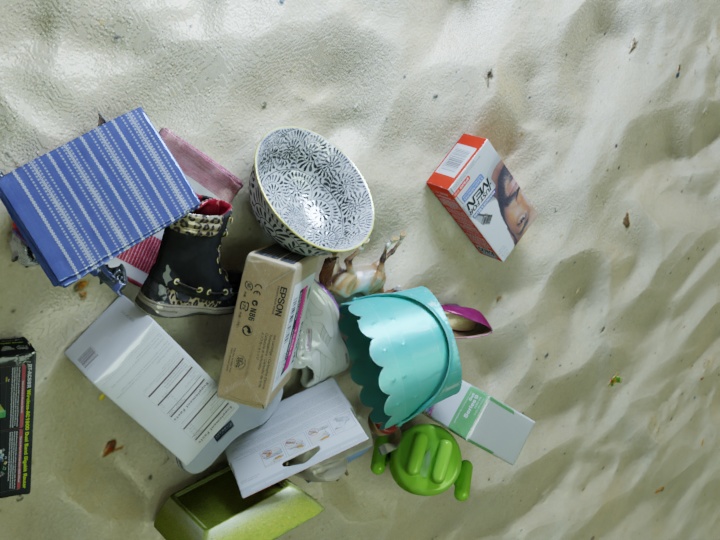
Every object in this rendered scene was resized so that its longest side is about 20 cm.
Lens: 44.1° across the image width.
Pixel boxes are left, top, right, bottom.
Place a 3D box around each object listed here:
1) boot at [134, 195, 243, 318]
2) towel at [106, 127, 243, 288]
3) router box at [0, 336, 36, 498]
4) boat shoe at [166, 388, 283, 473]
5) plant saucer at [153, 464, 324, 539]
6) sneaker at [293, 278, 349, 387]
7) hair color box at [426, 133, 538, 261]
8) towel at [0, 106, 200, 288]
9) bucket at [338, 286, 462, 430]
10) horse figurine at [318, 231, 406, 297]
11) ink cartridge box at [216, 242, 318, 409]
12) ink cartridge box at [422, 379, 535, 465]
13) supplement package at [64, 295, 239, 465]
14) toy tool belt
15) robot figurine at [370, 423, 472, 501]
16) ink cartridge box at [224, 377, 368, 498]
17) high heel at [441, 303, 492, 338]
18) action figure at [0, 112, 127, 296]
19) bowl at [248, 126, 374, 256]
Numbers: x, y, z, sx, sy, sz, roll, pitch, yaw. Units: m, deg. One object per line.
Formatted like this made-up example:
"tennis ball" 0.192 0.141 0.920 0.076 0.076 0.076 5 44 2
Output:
"boot" -0.201 -0.020 1.192 0.199 0.073 0.152 -5 120 -50
"towel" -0.260 -0.070 1.194 0.144 0.023 0.201 33 86 -39
"router box" -0.485 0.188 1.097 0.149 0.062 0.202 -2 108 -35
"boat shoe" -0.203 0.218 1.317 0.200 0.069 0.071 -42 124 -30
"plant saucer" -0.186 0.340 1.295 0.199 0.199 0.048 -23 110 -28
"sneaker" -0.078 0.094 1.357 0.099 0.075 0.201 -32 123 -25
"hair color box" 0.208 -0.120 1.498 0.111 0.064 0.200 -52 130 -10
"towel" -0.305 -0.087 1.045 0.199 0.024 0.145 -34 94 -24
"bucket" 0.060 0.128 1.371 0.134 0.207 0.209 -18 118 -13
"horse figurine" 0.000 0.000 1.389 0.199 0.050 0.133 -1 125 -45
"ink cartridge box" -0.126 0.071 1.236 0.074 0.165 0.202 14 99 6
"ink cartridge box" 0.174 0.235 1.519 0.145 0.199 0.088 32 84 -39
"supplement package" -0.278 0.149 1.203 0.110 0.113 0.200 -47 128 -14
"toy tool belt" -0.044 0.277 1.445 0.199 0.123 0.126 -18 82 -37
"robot figurine" 0.108 0.322 1.510 0.174 0.200 0.117 15 76 1
"ink cartridge box" -0.097 0.254 1.311 0.199 0.174 0.044 -23 121 -10
"high heel" 0.126 0.090 1.493 0.199 0.096 0.068 -10 114 -34
"action figure" -0.339 -0.064 1.089 0.193 0.105 0.200 -40 102 -11
"bowl" -0.086 -0.093 1.248 0.200 0.094 0.202 24 48 -29
